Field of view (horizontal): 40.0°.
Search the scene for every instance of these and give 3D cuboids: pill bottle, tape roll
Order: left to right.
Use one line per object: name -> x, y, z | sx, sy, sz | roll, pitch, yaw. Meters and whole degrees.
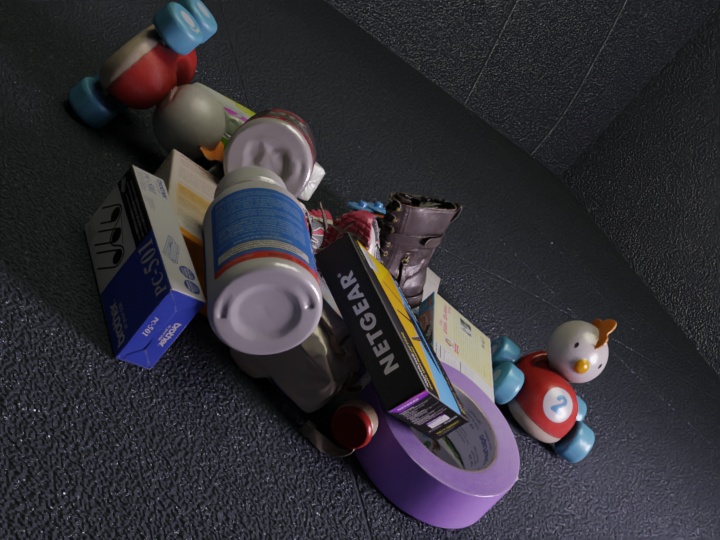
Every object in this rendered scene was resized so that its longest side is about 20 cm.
pill bottle -> -0.103, -0.020, 0.995 | 0.112, 0.112, 0.201 | 31, 26, -30
pill bottle -> -0.112, -0.150, 1.278 | 0.110, 0.111, 0.200 | 39, 10, -9
tape roll -> 0.086, 0.193, 1.142 | 0.199, 0.066, 0.201 | 26, 32, -18

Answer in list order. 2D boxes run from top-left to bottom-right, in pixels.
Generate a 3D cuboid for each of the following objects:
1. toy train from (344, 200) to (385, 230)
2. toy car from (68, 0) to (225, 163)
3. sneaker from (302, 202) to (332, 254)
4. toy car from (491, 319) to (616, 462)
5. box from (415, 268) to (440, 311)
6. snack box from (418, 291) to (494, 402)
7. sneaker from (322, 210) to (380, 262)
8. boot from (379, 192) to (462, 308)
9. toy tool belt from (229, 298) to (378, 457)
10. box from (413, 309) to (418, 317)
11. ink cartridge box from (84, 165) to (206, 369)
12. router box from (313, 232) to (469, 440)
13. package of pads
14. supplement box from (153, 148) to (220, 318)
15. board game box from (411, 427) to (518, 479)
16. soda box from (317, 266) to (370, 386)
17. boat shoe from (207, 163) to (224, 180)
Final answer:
toy train -> 0.042, -0.055, 1.581 | 0.114, 0.087, 0.199 | 27, 11, 26
toy car -> -0.236, -0.218, 1.292 | 0.200, 0.184, 0.177 | 51, 16, -14
sneaker -> -0.080, -0.043, 1.340 | 0.075, 0.080, 0.199 | 59, 25, 15
toy car -> 0.321, 0.152, 1.535 | 0.184, 0.200, 0.177 | 39, 19, -10
box -> 0.095, 0.044, 1.584 | 0.041, 0.039, 0.200 | 41, 19, -6
snack box -> 0.129, 0.121, 1.351 | 0.116, 0.037, 0.201 | 41, 24, -15
sneaker -> 0.000, 0.000, 1.256 | 0.074, 0.201, 0.081 | -30, 55, -29
boot -> 0.028, -0.030, 1.334 | 0.198, 0.175, 0.069 | -4, 38, -26
toy tool belt -> -0.040, 0.093, 1.084 | 0.200, 0.125, 0.123 | 46, 27, 6
box -> 0.086, 0.108, 1.418 | 0.199, 0.048, 0.122 | 30, 22, -36
ink cartridge box -> -0.218, -0.008, 0.981 | 0.044, 0.094, 0.201 | 25, 26, -40
router box -> 0.034, 0.074, 1.063 | 0.201, 0.051, 0.149 | 63, 11, 28
package of pads -> -0.167, -0.196, 1.489 | 0.199, 0.068, 0.155 | 27, 12, -40
supplement box -> -0.190, -0.042, 1.141 | 0.126, 0.074, 0.201 | 35, 20, -23
board game box -> 0.108, 0.207, 1.265 | 0.200, 0.035, 0.126 | 50, 21, 20
soda box -> -0.053, 0.052, 1.220 | 0.200, 0.068, 0.063 | 49, 20, 20
boat shoe -> -0.180, -0.105, 1.334 | 0.075, 0.064, 0.202 | 57, 23, -9
